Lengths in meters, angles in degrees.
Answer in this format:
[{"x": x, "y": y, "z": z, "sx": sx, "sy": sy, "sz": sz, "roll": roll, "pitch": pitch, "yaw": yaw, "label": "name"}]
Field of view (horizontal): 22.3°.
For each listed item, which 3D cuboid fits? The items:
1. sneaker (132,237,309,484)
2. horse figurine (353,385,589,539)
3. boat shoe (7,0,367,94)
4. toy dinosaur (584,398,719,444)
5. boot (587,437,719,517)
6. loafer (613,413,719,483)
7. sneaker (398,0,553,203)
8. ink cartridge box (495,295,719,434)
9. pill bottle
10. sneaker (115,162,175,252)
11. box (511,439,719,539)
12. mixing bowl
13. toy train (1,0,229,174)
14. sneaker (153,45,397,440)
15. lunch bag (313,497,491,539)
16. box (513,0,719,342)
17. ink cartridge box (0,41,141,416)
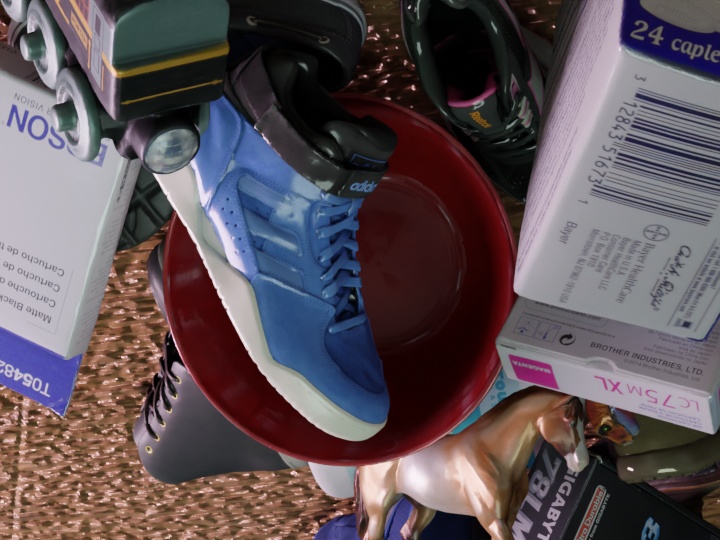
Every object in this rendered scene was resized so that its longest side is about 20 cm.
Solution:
[{"x": -0.111, "y": 0.068, "z": 1.145, "sx": 0.105, "sy": 0.075, "sz": 0.201, "roll": -17, "pitch": 130, "yaw": 13, "label": "sneaker"}, {"x": 0.050, "y": 0.131, "z": 1.025, "sx": 0.050, "sy": 0.134, "sz": 0.199, "roll": -9, "pitch": -177, "yaw": -39, "label": "horse figurine"}, {"x": -0.096, "y": -0.116, "z": 0.988, "sx": 0.198, "sy": 0.067, "sz": 0.070, "roll": 1, "pitch": 132, "yaw": 0, "label": "boat shoe"}, {"x": 0.204, "y": 0.037, "z": 1.011, "sx": 0.179, "sy": 0.201, "sz": 0.106, "roll": 4, "pitch": 132, "yaw": -10, "label": "toy dinosaur"}, {"x": 0.208, "y": 0.134, "z": 1.215, "sx": 0.198, "sy": 0.075, "sz": 0.097, "roll": -23, "pitch": 149, "yaw": 15, "label": "boot"}, {"x": 0.212, "y": 0.067, "z": 1.084, "sx": 0.075, "sy": 0.199, "sz": 0.068, "roll": -9, "pitch": 98, "yaw": 36, "label": "loafer"}, {"x": 0.064, "y": -0.099, "z": 0.984, "sx": 0.080, "sy": 0.087, "sz": 0.200, "roll": -21, "pitch": 128, "yaw": 21, "label": "sneaker"}, {"x": 0.165, "y": -0.016, "z": 0.964, "sx": 0.118, "sy": 0.201, "sz": 0.042, "roll": 14, "pitch": 149, "yaw": 27, "label": "ink cartridge box"}, {"x": 0.065, "y": 0.071, "z": 1.119, "sx": 0.198, "sy": 0.111, "sz": 0.111, "roll": -11, "pitch": 131, "yaw": 11, "label": "pill bottle"}, {"x": -0.168, "y": -0.038, "z": 1.054, "sx": 0.199, "sy": 0.079, "sz": 0.076, "roll": -29, "pitch": 102, "yaw": 26, "label": "sneaker"}, {"x": 0.136, "y": 0.224, "z": 1.104, "sx": 0.049, "sy": 0.201, "sz": 0.198, "roll": 18, "pitch": 169, "yaw": 42, "label": "box"}, {"x": 0.000, "y": 0.000, "z": 1.028, "sx": 0.198, "sy": 0.108, "sz": 0.203, "roll": 2, "pitch": 97, "yaw": 14, "label": "mixing bowl"}, {"x": -0.125, "y": -0.141, "z": 0.888, "sx": 0.084, "sy": 0.201, "sz": 0.115, "roll": -13, "pitch": 142, "yaw": -24, "label": "toy train"}, {"x": -0.019, "y": -0.020, "z": 0.935, "sx": 0.111, "sy": 0.077, "sz": 0.201, "roll": -34, "pitch": 81, "yaw": 23, "label": "sneaker"}, {"x": 0.043, "y": 0.241, "z": 1.221, "sx": 0.135, "sy": 0.202, "sz": 0.132, "roll": 34, "pitch": 143, "yaw": -28, "label": "lunch bag"}, {"x": 0.154, "y": -0.104, "z": 0.875, "sx": 0.104, "sy": 0.201, "sz": 0.185, "roll": 14, "pitch": 144, "yaw": -3, "label": "box"}, {"x": -0.229, "y": -0.034, "z": 1.009, "sx": 0.198, "sy": 0.041, "sz": 0.202, "roll": 23, "pitch": 116, "yaw": 9, "label": "ink cartridge box"}]
